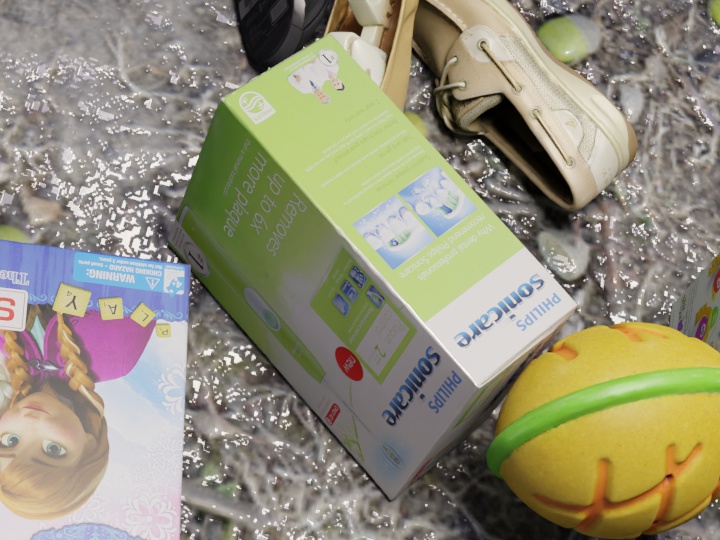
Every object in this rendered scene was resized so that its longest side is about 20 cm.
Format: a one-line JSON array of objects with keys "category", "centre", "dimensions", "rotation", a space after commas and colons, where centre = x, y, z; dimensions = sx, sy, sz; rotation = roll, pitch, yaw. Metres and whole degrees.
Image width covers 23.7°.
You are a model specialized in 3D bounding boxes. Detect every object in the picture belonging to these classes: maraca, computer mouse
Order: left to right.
[{"category": "computer mouse", "centre": [-0.038, -0.232, 1.056], "dimensions": [0.046, 0.140, 0.202], "rotation": [2, 59, -33]}, {"category": "maraca", "centre": [0.153, 0.085, 0.900], "dimensions": [0.199, 0.137, 0.108], "rotation": [7, 62, -41]}]

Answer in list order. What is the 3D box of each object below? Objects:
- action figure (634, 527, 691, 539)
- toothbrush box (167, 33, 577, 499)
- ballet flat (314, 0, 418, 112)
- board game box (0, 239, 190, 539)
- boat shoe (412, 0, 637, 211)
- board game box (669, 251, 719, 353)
[{"category": "action figure", "centre": [0.192, 0.186, 0.916], "dimensions": [0.198, 0.102, 0.120], "rotation": [-21, 76, 0]}, {"category": "toothbrush box", "centre": [0.000, 0.000, 0.925], "dimensions": [0.086, 0.146, 0.200], "rotation": [-36, 78, -32]}, {"category": "ballet flat", "centre": [-0.002, -0.146, 1.030], "dimensions": [0.068, 0.063, 0.202], "rotation": [4, 72, 29]}, {"category": "board game box", "centre": [-0.189, 0.079, 0.876], "dimensions": [0.198, 0.041, 0.201], "rotation": [7, 59, -15]}, {"category": "boat shoe", "centre": [0.079, -0.117, 1.066], "dimensions": [0.200, 0.072, 0.065], "rotation": [43, 66, 11]}, {"category": "board game box", "centre": [0.259, 0.028, 0.965], "dimensions": [0.102, 0.200, 0.106], "rotation": [19, 57, -7]}]
